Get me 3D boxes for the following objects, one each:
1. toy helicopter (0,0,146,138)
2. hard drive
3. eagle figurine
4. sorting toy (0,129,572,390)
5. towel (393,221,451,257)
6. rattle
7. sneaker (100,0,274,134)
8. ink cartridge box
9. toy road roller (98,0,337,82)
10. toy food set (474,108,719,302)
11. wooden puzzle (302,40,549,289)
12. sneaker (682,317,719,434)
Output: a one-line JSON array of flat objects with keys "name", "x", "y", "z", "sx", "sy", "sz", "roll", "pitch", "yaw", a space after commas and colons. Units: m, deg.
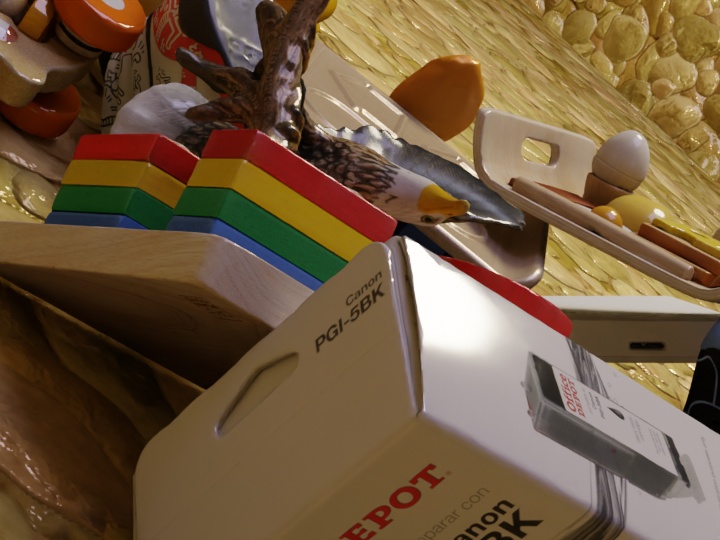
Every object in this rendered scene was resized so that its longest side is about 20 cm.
[{"name": "toy helicopter", "x": -0.204, "y": -0.129, "z": 0.946, "sx": 0.132, "sy": 0.079, "sz": 0.200, "roll": 49, "pitch": 28, "yaw": 11}, {"name": "hard drive", "x": 0.157, "y": 0.035, "z": 1.236, "sx": 0.130, "sy": 0.027, "sz": 0.200, "roll": 0, "pitch": 4, "yaw": -4}, {"name": "eagle figurine", "x": -0.005, "y": -0.029, "z": 0.935, "sx": 0.151, "sy": 0.151, "sz": 0.200, "roll": 49, "pitch": -5, "yaw": 40}, {"name": "sorting toy", "x": -0.021, "y": 0.014, "z": 0.786, "sx": 0.198, "sy": 0.070, "sz": 0.199, "roll": 32, "pitch": -15, "yaw": -30}, {"name": "towel", "x": 0.000, "y": 0.000, "z": 1.136, "sx": 0.199, "sy": 0.050, "sz": 0.148, "roll": 27, "pitch": 21, "yaw": -36}, {"name": "rattle", "x": 0.012, "y": -0.118, "z": 1.356, "sx": 0.129, "sy": 0.144, "sz": 0.200, "roll": 20, "pitch": 21, "yaw": -1}, {"name": "sneaker", "x": -0.074, "y": -0.043, "z": 1.018, "sx": 0.067, "sy": 0.108, "sz": 0.203, "roll": -4, "pitch": 77, "yaw": -41}, {"name": "ink cartridge box", "x": 0.040, "y": 0.099, "z": 0.686, "sx": 0.199, "sy": 0.147, "sz": 0.083, "roll": 30, "pitch": 33, "yaw": -30}, {"name": "toy road roller", "x": -0.064, "y": -0.181, "z": 1.134, "sx": 0.200, "sy": 0.145, "sz": 0.124, "roll": -31, "pitch": 113, "yaw": -52}, {"name": "toy food set", "x": 0.175, "y": -0.036, "z": 1.149, "sx": 0.199, "sy": 0.061, "sz": 0.143, "roll": 30, "pitch": 11, "yaw": 32}, {"name": "wooden puzzle", "x": 0.017, "y": -0.057, "z": 1.164, "sx": 0.199, "sy": 0.046, "sz": 0.185, "roll": 34, "pitch": 16, "yaw": -3}, {"name": "sneaker", "x": 0.203, "y": 0.106, "z": 1.093, "sx": 0.070, "sy": 0.078, "sz": 0.201, "roll": 30, "pitch": -26, "yaw": 31}]
